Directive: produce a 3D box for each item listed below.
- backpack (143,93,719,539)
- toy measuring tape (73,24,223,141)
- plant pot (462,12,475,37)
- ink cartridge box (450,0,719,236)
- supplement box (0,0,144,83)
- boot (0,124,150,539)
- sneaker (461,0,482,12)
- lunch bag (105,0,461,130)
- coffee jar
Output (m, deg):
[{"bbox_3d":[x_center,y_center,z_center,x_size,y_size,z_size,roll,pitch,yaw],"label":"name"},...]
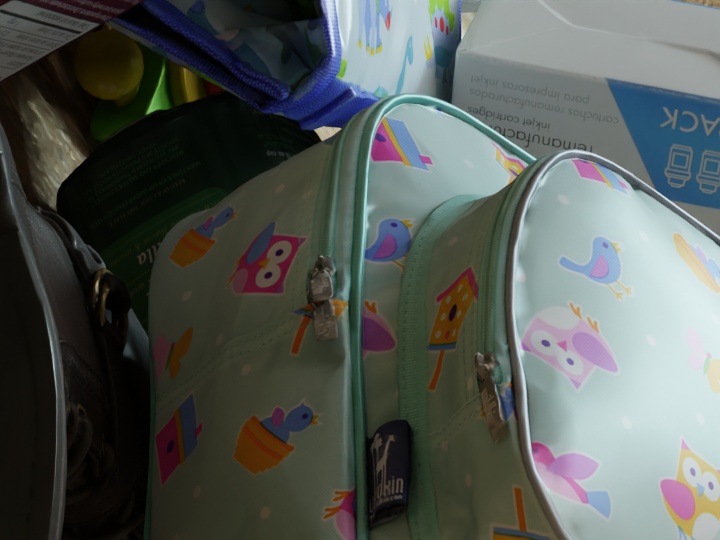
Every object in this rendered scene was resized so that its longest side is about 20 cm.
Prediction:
[{"bbox_3d":[0.033,0.052,0.674,0.176,0.153,0.200,30,33,-36],"label":"backpack"},{"bbox_3d":[-0.039,-0.070,1.001,0.200,0.074,0.074,14,47,-53],"label":"toy measuring tape"},{"bbox_3d":[-0.020,-0.124,1.101,0.200,0.027,0.200,30,-9,5],"label":"plant pot"},{"bbox_3d":[0.087,0.005,0.914,0.068,0.115,0.200,-64,162,-53],"label":"ink cartridge box"},{"bbox_3d":[-0.079,-0.135,0.716,0.110,0.200,0.086,63,12,7],"label":"supplement box"},{"bbox_3d":[-0.080,0.042,0.658,0.174,0.069,0.200,60,16,-54],"label":"boot"},{"bbox_3d":[-0.034,-0.160,0.963,0.076,0.200,0.105,-1,104,-81],"label":"sneaker"},{"bbox_3d":[-0.043,-0.129,0.839,0.200,0.127,0.170,57,14,10],"label":"lunch bag"},{"bbox_3d":[-0.021,0.047,0.841,0.200,0.085,0.104,65,13,19],"label":"coffee jar"}]
